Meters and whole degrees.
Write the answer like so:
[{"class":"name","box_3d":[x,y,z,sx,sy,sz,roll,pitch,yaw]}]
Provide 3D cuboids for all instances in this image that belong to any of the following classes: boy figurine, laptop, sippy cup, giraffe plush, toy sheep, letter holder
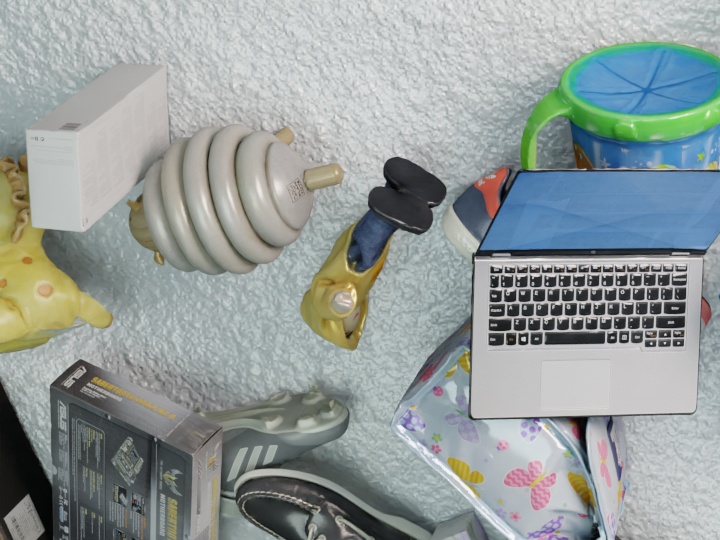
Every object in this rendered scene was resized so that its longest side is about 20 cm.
[{"class":"boy figurine","box_3d":[0.000,0.000,1.608,0.064,0.125,0.201,28,134,-1]},{"class":"laptop","box_3d":[0.185,0.021,1.430,0.186,0.116,0.202,0,98,-12]},{"class":"sippy cup","box_3d":[0.223,-0.091,1.505,0.177,0.140,0.131,11,125,25]},{"class":"giraffe plush","box_3d":[-0.320,-0.015,1.688,0.199,0.172,0.164,-14,85,31]},{"class":"toy sheep","box_3d":[-0.105,-0.061,1.605,0.199,0.138,0.139,-19,104,22]},{"class":"letter holder","box_3d":[-0.375,0.224,1.813,0.141,0.101,0.201,-17,105,23]}]

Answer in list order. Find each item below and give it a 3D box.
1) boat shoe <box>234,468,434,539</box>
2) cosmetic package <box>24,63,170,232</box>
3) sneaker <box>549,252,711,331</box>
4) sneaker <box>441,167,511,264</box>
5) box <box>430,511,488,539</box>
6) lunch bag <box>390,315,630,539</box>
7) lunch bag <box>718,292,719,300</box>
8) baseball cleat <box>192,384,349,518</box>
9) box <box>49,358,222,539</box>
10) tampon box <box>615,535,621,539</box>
[{"class":"boat shoe","box_3d":[-0.022,0.238,1.704,0.199,0.061,0.074,27,133,-15]},{"class":"cosmetic package","box_3d":[-0.212,-0.104,1.583,0.050,0.200,0.083,3,111,14]},{"class":"sneaker","box_3d":[0.187,0.026,1.526,0.199,0.074,0.087,27,83,-21]},{"class":"sneaker","box_3d":[0.162,-0.002,1.584,0.200,0.075,0.085,42,108,-7]},{"class":"box","box_3d":[0.125,0.312,1.732,0.041,0.039,0.201,-22,103,22]},{"class":"lunch bag","box_3d":[0.143,0.129,1.585,0.200,0.170,0.127,45,112,-1]},{"class":"lunch bag","box_3d":[0.397,-0.012,1.480,0.169,0.127,0.201,32,97,2]},{"class":"baseball cleat","box_3d":[-0.088,0.164,1.731,0.199,0.070,0.107,-7,114,29]},{"class":"box","box_3d":[-0.203,0.195,1.737,0.157,0.048,0.201,21,129,22]},{"class":"tampon box","box_3d":[0.167,0.325,1.645,0.150,0.126,0.200,42,100,-8]}]
